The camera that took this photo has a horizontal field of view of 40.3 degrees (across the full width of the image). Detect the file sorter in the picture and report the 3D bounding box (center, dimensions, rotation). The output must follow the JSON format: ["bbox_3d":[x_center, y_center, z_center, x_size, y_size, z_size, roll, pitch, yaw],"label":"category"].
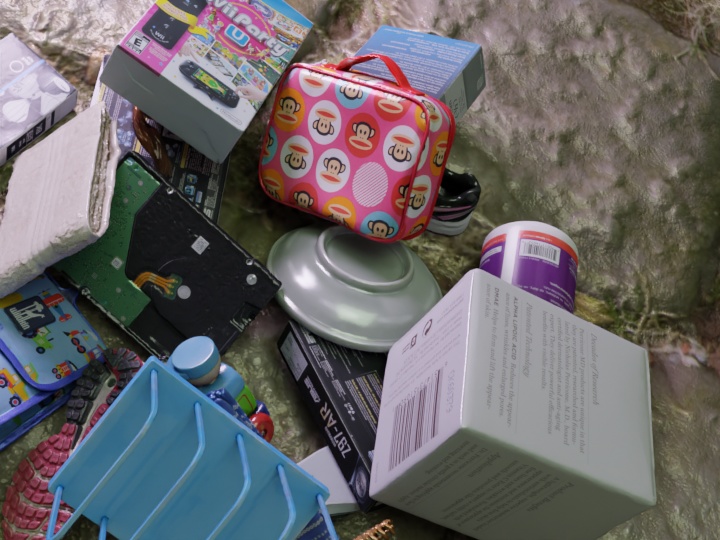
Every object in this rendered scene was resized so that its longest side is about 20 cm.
[{"bbox_3d":[-0.132,0.197,0.784,0.199,0.123,0.139,40,91,-17],"label":"file sorter"}]

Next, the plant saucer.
[{"bbox_3d":[0.000,0.000,1.033,0.197,0.051,0.201,13,35,-9],"label":"plant saucer"}]

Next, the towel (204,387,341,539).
[{"bbox_3d":[-0.120,0.219,0.863,0.144,0.024,0.201,-38,106,-5],"label":"towel"}]

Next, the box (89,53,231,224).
[{"bbox_3d":[-0.221,-0.122,1.055,0.159,0.049,0.203,14,61,-16],"label":"box"}]

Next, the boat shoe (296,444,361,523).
[{"bbox_3d":[-0.047,0.218,0.953,0.197,0.057,0.069,-11,60,-28],"label":"boat shoe"}]

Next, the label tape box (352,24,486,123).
[{"bbox_3d":[0.039,-0.196,1.145,0.142,0.067,0.201,19,56,28],"label":"label tape box"}]

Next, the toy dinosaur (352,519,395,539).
[{"bbox_3d":[-0.030,0.309,0.858,0.135,0.200,0.103,30,32,-25],"label":"toy dinosaur"}]

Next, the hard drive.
[{"bbox_3d":[-0.194,0.000,0.968,0.199,0.038,0.140,41,91,-4],"label":"hard drive"}]

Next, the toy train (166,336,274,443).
[{"bbox_3d":[-0.174,0.164,0.884,0.200,0.084,0.117,-50,133,-32],"label":"toy train"}]

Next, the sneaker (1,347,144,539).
[{"bbox_3d":[-0.245,0.174,0.893,0.080,0.075,0.201,20,67,29],"label":"sneaker"}]

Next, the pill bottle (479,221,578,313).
[{"bbox_3d":[0.178,0.055,1.085,0.111,0.113,0.203,19,61,-11],"label":"pill bottle"}]

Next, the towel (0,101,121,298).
[{"bbox_3d":[-0.290,-0.070,0.936,0.034,0.131,0.202,45,26,-38],"label":"towel"}]

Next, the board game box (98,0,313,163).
[{"bbox_3d":[-0.154,-0.228,1.017,0.147,0.064,0.201,34,47,-11],"label":"board game box"}]

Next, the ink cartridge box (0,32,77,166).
[{"bbox_3d":[-0.397,-0.154,1.010,0.099,0.039,0.200,40,59,0],"label":"ink cartridge box"}]

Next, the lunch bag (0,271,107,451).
[{"bbox_3d":[-0.338,0.073,0.907,0.151,0.094,0.200,46,46,7],"label":"lunch bag"}]

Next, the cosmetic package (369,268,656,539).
[{"bbox_3d":[0.137,0.138,0.896,0.198,0.165,0.167,24,49,-17],"label":"cosmetic package"}]

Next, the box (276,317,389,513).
[{"bbox_3d":[0.027,0.127,0.993,0.158,0.044,0.201,-11,58,-37],"label":"box"}]

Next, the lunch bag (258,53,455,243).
[{"bbox_3d":[-0.005,-0.137,1.019,0.198,0.179,0.082,24,19,28],"label":"lunch bag"}]

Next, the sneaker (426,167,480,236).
[{"bbox_3d":[0.049,-0.107,1.128,0.197,0.087,0.081,9,61,-16],"label":"sneaker"}]

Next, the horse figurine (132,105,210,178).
[{"bbox_3d":[-0.183,-0.188,1.047,0.132,0.050,0.201,36,53,-5],"label":"horse figurine"}]
